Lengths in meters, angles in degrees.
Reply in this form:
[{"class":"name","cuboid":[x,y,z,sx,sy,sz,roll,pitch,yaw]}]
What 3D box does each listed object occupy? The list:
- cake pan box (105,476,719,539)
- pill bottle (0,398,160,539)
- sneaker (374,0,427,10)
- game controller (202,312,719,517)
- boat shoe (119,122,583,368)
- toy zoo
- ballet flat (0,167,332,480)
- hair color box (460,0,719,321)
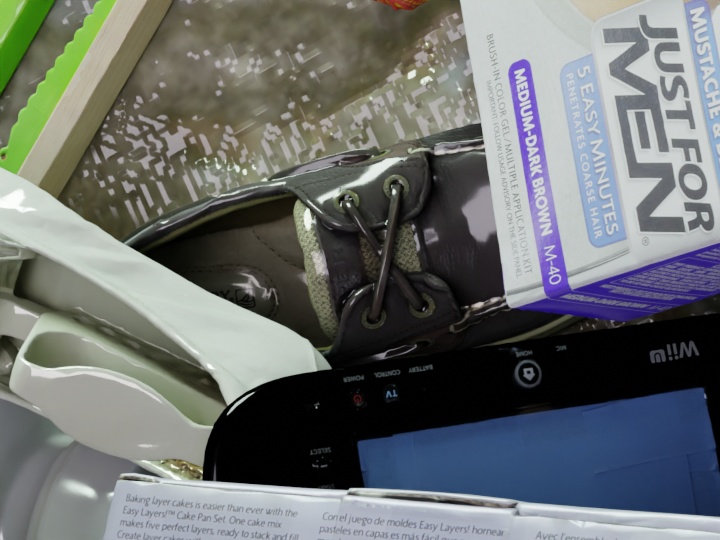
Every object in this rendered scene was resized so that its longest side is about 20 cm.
[{"class":"cake pan box","cuboid":[0.012,0.148,0.724,0.199,0.052,0.185,1,73,29]},{"class":"pill bottle","cuboid":[-0.152,0.083,0.966,0.199,0.113,0.113,7,96,23]},{"class":"sneaker","cuboid":[0.032,-0.176,0.891,0.077,0.073,0.201,11,101,13]},{"class":"game controller","cuboid":[0.052,0.072,0.856,0.199,0.042,0.105,-8,92,-20]},{"class":"boat shoe","cuboid":[0.000,0.000,0.919,0.199,0.065,0.073,-18,87,24]},{"class":"toy zoo","cuboid":[-0.166,-0.105,1.009,0.200,0.020,0.131,38,107,17]},{"class":"ballet flat","cuboid":[-0.100,0.016,0.897,0.200,0.069,0.070,24,103,19]},{"class":"hair color box","cuboid":[0.125,-0.063,0.799,0.200,0.065,0.110,-19,73,36]}]
